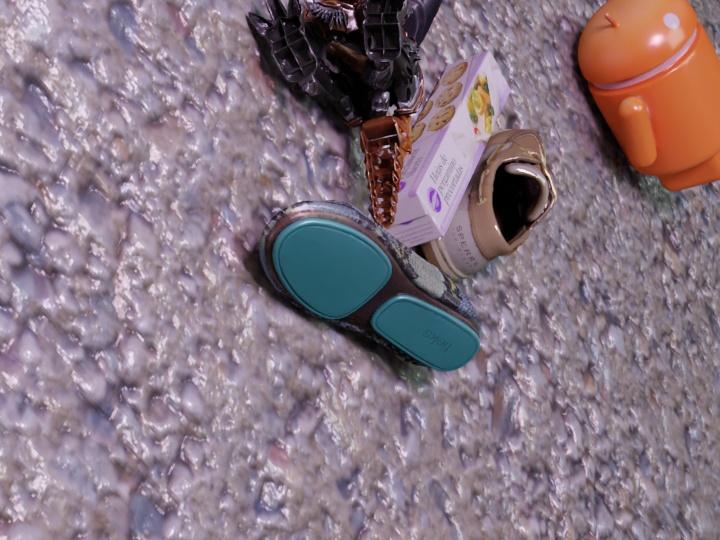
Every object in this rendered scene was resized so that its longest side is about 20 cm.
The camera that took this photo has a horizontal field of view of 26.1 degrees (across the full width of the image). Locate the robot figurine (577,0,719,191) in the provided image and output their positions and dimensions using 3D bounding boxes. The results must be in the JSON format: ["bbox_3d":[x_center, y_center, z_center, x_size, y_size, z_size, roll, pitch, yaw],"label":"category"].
[{"bbox_3d":[0.267,-0.166,1.392,0.144,0.116,0.201,-39,116,-11],"label":"robot figurine"}]

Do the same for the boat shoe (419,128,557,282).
[{"bbox_3d":[0.107,-0.052,1.127,0.074,0.066,0.200,62,33,-18],"label":"boat shoe"}]

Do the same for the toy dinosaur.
[{"bbox_3d":[0.010,-0.131,0.995,0.201,0.102,0.136,62,8,24],"label":"toy dinosaur"}]

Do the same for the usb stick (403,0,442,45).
[{"bbox_3d":[0.055,-0.223,1.147,0.201,0.032,0.056,-64,172,-48],"label":"usb stick"}]

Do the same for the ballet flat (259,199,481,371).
[{"bbox_3d":[0.000,0.000,0.948,0.200,0.074,0.075,39,44,-45],"label":"ballet flat"}]

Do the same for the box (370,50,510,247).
[{"bbox_3d":[0.060,-0.089,1.096,0.039,0.041,0.201,57,35,-23],"label":"box"}]
